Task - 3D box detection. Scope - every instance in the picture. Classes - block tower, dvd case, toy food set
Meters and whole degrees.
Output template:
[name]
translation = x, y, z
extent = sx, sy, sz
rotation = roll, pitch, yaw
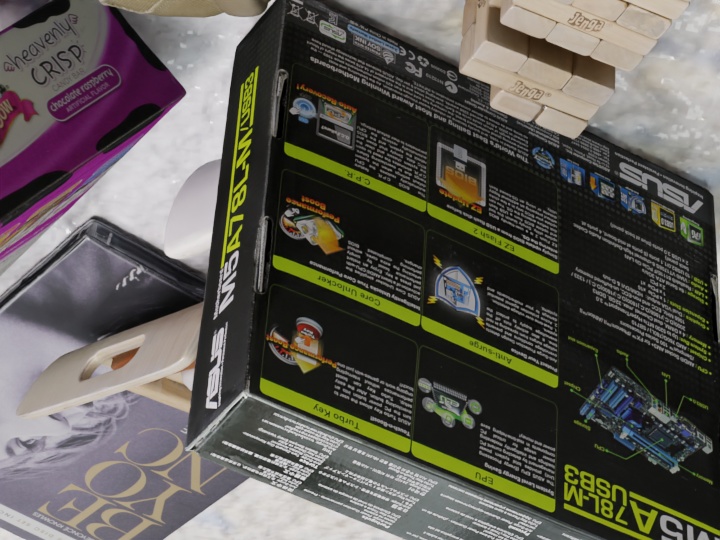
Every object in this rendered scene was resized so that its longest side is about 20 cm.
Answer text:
[block tower]
translation = 0.097, -0.126, 0.850
extent = 0.054, 0.058, 0.200
rotation = 19, 140, -17
[dvd case]
translation = -0.114, 0.063, 1.132
extent = 0.149, 0.016, 0.200
rotation = 29, 134, -27
[toy food set]
translation = -0.019, 0.071, 1.037
extent = 0.200, 0.060, 0.143
rotation = 23, 157, -27

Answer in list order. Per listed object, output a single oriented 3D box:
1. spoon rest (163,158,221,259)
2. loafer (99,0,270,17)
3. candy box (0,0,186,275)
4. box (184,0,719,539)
[spoon rest]
translation = 0.000, 0.000, 1.027
extent = 0.099, 0.061, 0.200
rotation = -21, 147, 29
[loafer]
translation = -0.092, -0.147, 0.836
extent = 0.067, 0.076, 0.200
rotation = -17, 135, 15
[candy box]
translation = -0.171, -0.010, 0.954
extent = 0.061, 0.136, 0.200
rotation = 49, 129, 0
[box]
translation = 0.041, 0.014, 0.922
extent = 0.200, 0.193, 0.048
rotation = 23, 138, -22
